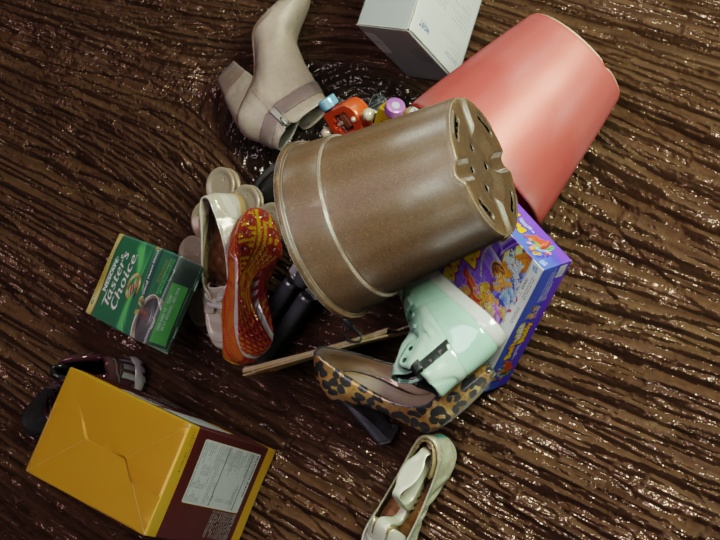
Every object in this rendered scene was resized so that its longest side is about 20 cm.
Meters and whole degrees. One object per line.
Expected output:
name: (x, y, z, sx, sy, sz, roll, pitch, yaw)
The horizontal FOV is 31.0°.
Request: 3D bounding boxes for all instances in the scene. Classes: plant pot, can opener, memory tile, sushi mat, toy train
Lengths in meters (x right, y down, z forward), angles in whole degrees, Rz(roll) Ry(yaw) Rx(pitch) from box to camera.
plant pot: (0.187, -0.181, 1.488, 0.177, 0.201, 0.200, -46, 59, -5)
can opener: (-0.086, 0.033, 1.595, 0.053, 0.066, 0.201, 43, 115, 19)
memory tile: (-0.174, -0.019, 1.680, 0.153, 0.017, 0.201, 33, 107, 31)
sushi mat: (-0.036, 0.095, 1.558, 0.198, 0.096, 0.012, -17, 83, 21)
plant pot: (0.045, -0.074, 1.347, 0.197, 0.200, 0.202, -20, 66, 26)
toy train: (0.043, -0.134, 1.490, 0.056, 0.150, 0.201, -39, 98, -31)

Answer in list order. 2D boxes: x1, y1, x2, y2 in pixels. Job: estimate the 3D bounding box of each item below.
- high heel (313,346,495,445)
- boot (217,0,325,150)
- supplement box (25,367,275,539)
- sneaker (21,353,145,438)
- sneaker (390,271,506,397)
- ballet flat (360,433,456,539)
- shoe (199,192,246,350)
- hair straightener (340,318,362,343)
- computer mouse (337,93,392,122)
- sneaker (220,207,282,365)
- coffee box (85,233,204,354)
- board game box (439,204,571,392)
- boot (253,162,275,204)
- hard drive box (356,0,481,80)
high heel: (0.043, 0.115, 1.463, 0.199, 0.143, 0.072, -29, 21, 36)
boot: (-0.095, -0.260, 1.722, 0.146, 0.070, 0.200, 43, 97, 24)
supplement box: (-0.248, 0.229, 1.561, 0.196, 0.200, 0.134, 20, 84, 30)
sneaker: (-0.391, 0.154, 1.706, 0.199, 0.115, 0.076, -27, 64, 17)
sneaker: (0.054, 0.056, 1.436, 0.118, 0.074, 0.200, -44, 51, -9)
ballet flat: (0.041, 0.273, 1.480, 0.067, 0.062, 0.201, 25, 87, 30)
shoe: (-0.180, 0.000, 1.641, 0.069, 0.053, 0.202, -2, 87, 35)
hair straightener: (0.000, 0.000, 1.531, 0.040, 0.077, 0.202, -1, 60, 6)
computer mouse: (0.045, -0.123, 1.584, 0.053, 0.138, 0.201, -44, 71, 32)
sneaker: (-0.144, 0.017, 1.586, 0.077, 0.073, 0.202, -27, 50, 52)
coffee box: (-0.284, 0.027, 1.689, 0.199, 0.044, 0.124, 19, 85, 56)
board game box: (0.143, 0.020, 1.451, 0.135, 0.044, 0.201, 51, 139, 30)
boot: (-0.042, -0.060, 1.628, 0.199, 0.069, 0.176, -18, 75, 29)
hard drive box: (0.088, -0.358, 1.601, 0.076, 0.156, 0.202, 12, 79, 29)
